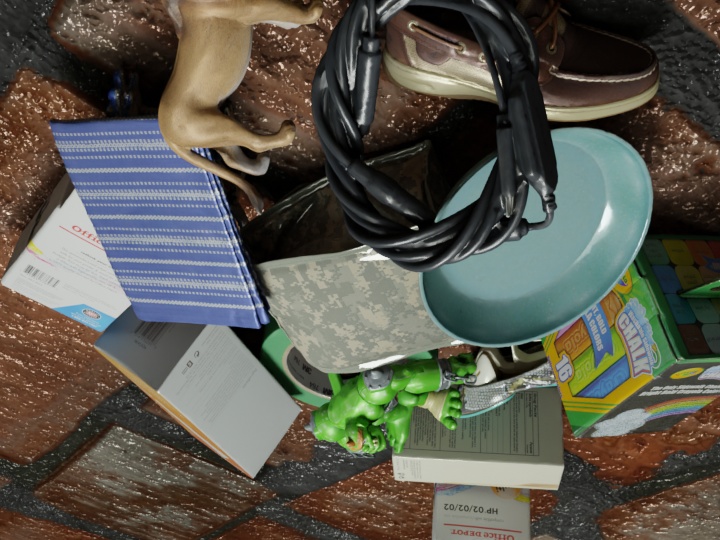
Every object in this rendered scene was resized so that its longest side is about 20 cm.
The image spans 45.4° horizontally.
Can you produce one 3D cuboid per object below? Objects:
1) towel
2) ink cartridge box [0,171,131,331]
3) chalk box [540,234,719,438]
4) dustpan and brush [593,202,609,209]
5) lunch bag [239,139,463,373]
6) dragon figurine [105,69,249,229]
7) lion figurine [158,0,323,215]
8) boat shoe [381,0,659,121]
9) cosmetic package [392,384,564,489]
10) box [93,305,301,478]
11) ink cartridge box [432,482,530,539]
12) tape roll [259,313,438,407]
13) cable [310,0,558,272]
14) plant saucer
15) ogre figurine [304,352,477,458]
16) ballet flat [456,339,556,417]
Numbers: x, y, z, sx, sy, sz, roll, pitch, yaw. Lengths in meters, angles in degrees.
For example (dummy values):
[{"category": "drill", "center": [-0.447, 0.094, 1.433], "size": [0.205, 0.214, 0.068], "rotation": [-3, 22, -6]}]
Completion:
[{"category": "towel", "center": [-0.159, -0.036, 0.704], "size": [0.142, 0.024, 0.203], "rotation": [2, 127, 23]}, {"category": "ink cartridge box", "center": [-0.248, -0.029, 0.820], "size": [0.114, 0.069, 0.199], "rotation": [30, 138, -26]}, {"category": "chalk box", "center": [0.270, 0.048, 0.765], "size": [0.122, 0.126, 0.201], "rotation": [1, 146, -26]}, {"category": "dustpan and brush", "center": [0.161, -0.051, 0.729], "size": [0.137, 0.058, 0.201], "rotation": [-9, 138, 20]}, {"category": "lunch bag", "center": [0.000, 0.000, 0.770], "size": [0.196, 0.119, 0.165], "rotation": [-17, 136, 17]}, {"category": "dragon figurine", "center": [-0.151, -0.088, 0.736], "size": [0.097, 0.060, 0.202], "rotation": [0, 142, 10]}, {"category": "lion figurine", "center": [-0.099, -0.143, 0.581], "size": [0.120, 0.072, 0.205], "rotation": [6, 104, -25]}, {"category": "boat shoe", "center": [0.112, -0.158, 0.593], "size": [0.195, 0.073, 0.073], "rotation": [11, 142, 8]}, {"category": "cosmetic package", "center": [0.138, 0.193, 1.018], "size": [0.195, 0.107, 0.072], "rotation": [3, 145, 8]}, {"category": "box", "center": [-0.172, 0.118, 0.937], "size": [0.123, 0.098, 0.201], "rotation": [22, 157, 39]}, {"category": "ink cartridge box", "center": [0.146, 0.291, 1.048], "size": [0.112, 0.203, 0.068], "rotation": [4, 144, 3]}, {"category": "tape roll", "center": [-0.011, 0.090, 0.953], "size": [0.195, 0.049, 0.202], "rotation": [5, 142, 4]}, {"category": "cable", "center": [0.043, -0.105, 0.577], "size": [0.160, 0.051, 0.204], "rotation": [-12, 99, 27]}, {"category": "plant saucer", "center": [0.131, -0.028, 0.669], "size": [0.196, 0.036, 0.203], "rotation": [-12, 130, -14]}, {"category": "ogre figurine", "center": [0.021, 0.142, 0.905], "size": [0.118, 0.101, 0.199], "rotation": [9, 162, -33]}, {"category": "ballet flat", "center": [0.168, 0.102, 0.937], "size": [0.198, 0.073, 0.072], "rotation": [-24, 134, 34]}]
